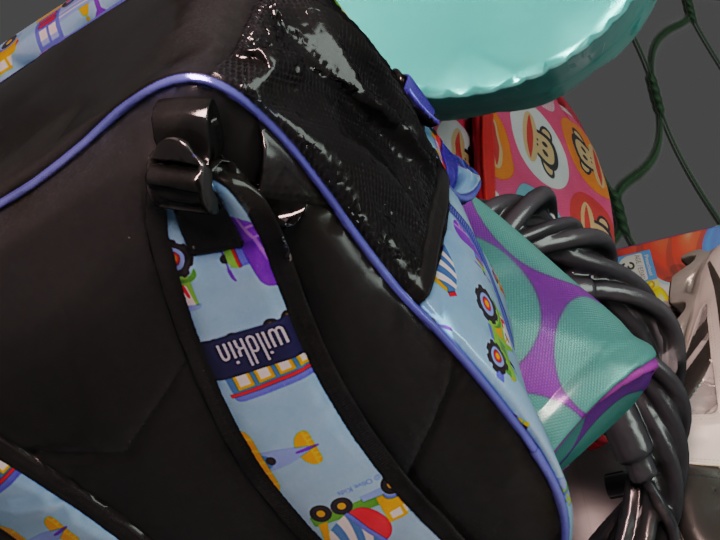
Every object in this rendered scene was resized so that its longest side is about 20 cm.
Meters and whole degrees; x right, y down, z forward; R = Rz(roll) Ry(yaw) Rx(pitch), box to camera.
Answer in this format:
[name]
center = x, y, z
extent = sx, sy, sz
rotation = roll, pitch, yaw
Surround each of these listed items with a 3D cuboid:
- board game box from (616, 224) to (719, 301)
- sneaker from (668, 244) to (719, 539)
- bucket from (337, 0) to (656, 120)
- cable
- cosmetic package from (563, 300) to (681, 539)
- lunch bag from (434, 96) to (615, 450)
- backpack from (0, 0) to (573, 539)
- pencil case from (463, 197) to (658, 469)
[board game box]
center = 0.234, 0.031, 1.037
extent = 0.105, 0.198, 0.104
rotation = 70, 8, -67
[sneaker]
center = 0.180, 0.052, 0.881
extent = 0.074, 0.088, 0.201
rotation = 37, 43, -29
[bucket]
center = 0.030, -0.153, 0.755
extent = 0.135, 0.206, 0.209
rotation = -67, 132, -85
[cable]
center = 0.062, 0.063, 0.792
extent = 0.200, 0.051, 0.164
rotation = 41, 76, -33
[cosmetic package]
center = 0.133, 0.117, 0.927
extent = 0.051, 0.082, 0.202
rotation = 78, 1, -65
[lunch bag]
center = 0.038, -0.022, 0.885
extent = 0.176, 0.082, 0.201
rotation = 39, 37, -36
[backpack]
center = -0.035, 0.025, 0.580
extent = 0.200, 0.182, 0.135
rotation = 48, 29, -24
[pencil case]
center = 0.000, 0.000, 0.681
extent = 0.200, 0.093, 0.085
rotation = 41, 49, 6
